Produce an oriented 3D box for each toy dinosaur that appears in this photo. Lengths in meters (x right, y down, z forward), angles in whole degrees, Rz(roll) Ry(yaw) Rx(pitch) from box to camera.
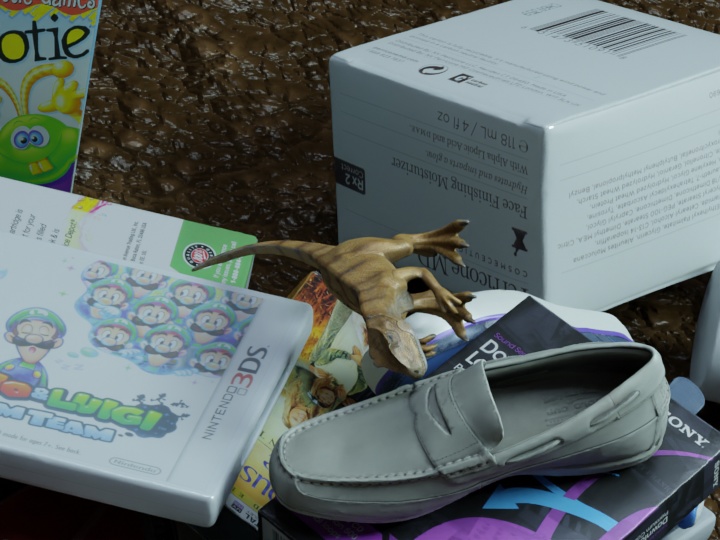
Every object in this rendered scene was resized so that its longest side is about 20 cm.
[{"bbox_3d":[0.000,0.000,1.404,0.106,0.061,0.200,0,15,-25],"label":"toy dinosaur"}]

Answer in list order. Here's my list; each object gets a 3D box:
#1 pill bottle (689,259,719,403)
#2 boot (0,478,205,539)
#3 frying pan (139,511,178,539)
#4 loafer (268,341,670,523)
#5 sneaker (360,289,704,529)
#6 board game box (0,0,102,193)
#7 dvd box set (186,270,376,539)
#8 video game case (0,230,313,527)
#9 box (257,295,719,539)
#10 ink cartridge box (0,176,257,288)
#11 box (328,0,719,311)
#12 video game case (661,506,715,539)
[{"bbox_3d":[0.302,0.055,1.621,0.199,0.112,0.112,13,38,-2],"label":"pill bottle"},{"bbox_3d":[-0.180,0.166,1.375,0.144,0.073,0.200,22,30,12],"label":"boot"},{"bbox_3d":[-0.070,0.196,1.335,0.115,0.031,0.190,26,55,-25],"label":"frying pan"},{"bbox_3d":[0.052,0.072,1.328,0.199,0.070,0.070,-13,49,-9],"label":"loafer"},{"bbox_3d":[0.106,0.092,1.474,0.200,0.081,0.147,4,48,-43],"label":"sneaker"},{"bbox_3d":[-0.215,-0.132,1.630,0.103,0.200,0.105,5,38,-11],"label":"board game box"},{"bbox_3d":[-0.012,0.100,1.456,0.146,0.029,0.200,39,37,-2],"label":"dvd box set"},{"bbox_3d":[-0.143,0.050,1.407,0.199,0.024,0.182,13,34,9],"label":"video game case"},{"bbox_3d":[0.069,0.111,1.363,0.143,0.036,0.200,36,57,28],"label":"box"},{"bbox_3d":[-0.170,0.031,1.532,0.199,0.084,0.145,13,39,-1],"label":"ink cartridge box"},{"bbox_3d":[0.118,-0.073,1.664,0.200,0.131,0.199,-20,27,-35],"label":"box"},{"bbox_3d":[0.070,0.132,1.529,0.182,0.023,0.200,37,43,28],"label":"video game case"}]
